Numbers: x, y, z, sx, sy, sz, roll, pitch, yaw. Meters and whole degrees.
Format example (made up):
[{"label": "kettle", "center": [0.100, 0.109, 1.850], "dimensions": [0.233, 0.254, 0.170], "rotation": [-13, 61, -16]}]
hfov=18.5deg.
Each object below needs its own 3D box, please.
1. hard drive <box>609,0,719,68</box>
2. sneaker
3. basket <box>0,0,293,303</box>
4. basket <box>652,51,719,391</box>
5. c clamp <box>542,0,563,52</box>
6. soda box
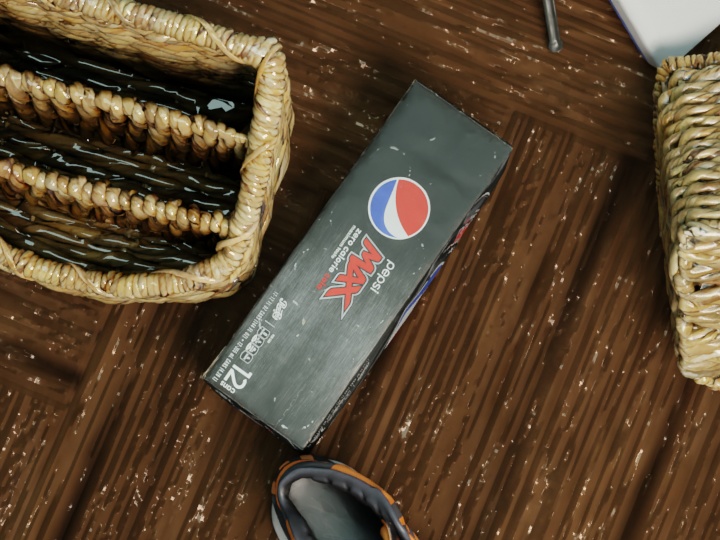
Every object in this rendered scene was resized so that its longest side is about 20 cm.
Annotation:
[{"label": "hard drive", "center": [0.163, -0.223, 1.182], "dimensions": [0.132, 0.025, 0.200], "rotation": [-41, 125, -5]}, {"label": "sneaker", "center": [0.022, 0.178, 1.150], "dimensions": [0.200, 0.112, 0.078], "rotation": [43, 85, 6]}, {"label": "basket", "center": [-0.144, -0.062, 1.159], "dimensions": [0.199, 0.149, 0.144], "rotation": [16, 83, 2]}, {"label": "basket", "center": [0.261, -0.026, 1.181], "dimensions": [0.199, 0.143, 0.150], "rotation": [-5, 42, 6]}, {"label": "c clamp", "center": [0.170, -0.235, 1.217], "dimensions": [0.199, 0.027, 0.172], "rotation": [-25, 124, -9]}, {"label": "soda box", "center": [0.000, 0.000, 1.199], "dimensions": [0.071, 0.063, 0.201], "rotation": [35, 85, 4]}]
